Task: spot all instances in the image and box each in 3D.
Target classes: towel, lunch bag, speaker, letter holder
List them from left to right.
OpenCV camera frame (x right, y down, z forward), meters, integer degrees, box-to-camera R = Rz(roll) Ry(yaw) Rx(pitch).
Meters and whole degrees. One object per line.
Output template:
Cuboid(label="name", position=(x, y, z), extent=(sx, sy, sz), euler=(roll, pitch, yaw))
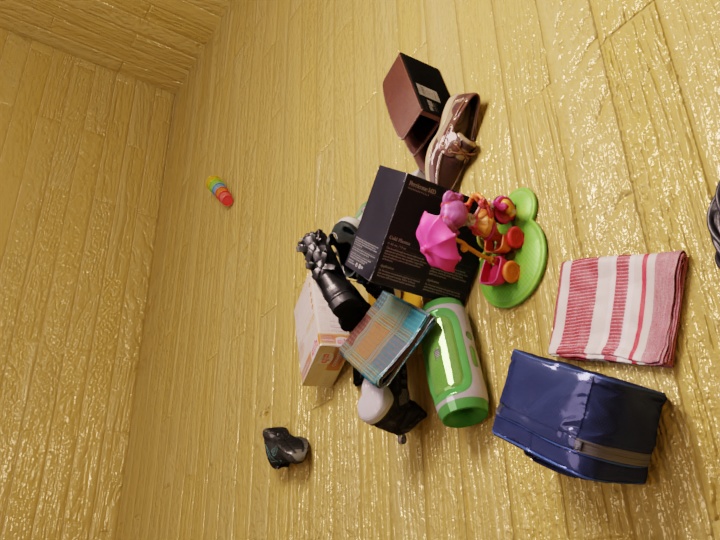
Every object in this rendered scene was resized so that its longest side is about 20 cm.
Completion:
Cuboid(label="towel", position=(0.038, 0.112, 1.210), extent=(0.147, 0.022, 0.200), euler=(-52, 23, -5))
Cuboid(label="letter holder", position=(0.104, -0.312, 1.434), extent=(0.142, 0.100, 0.201), euler=(-53, 36, 36))
Cuboid(label="speaker", position=(0.148, 0.145, 1.146), extent=(0.088, 0.088, 0.201), euler=(-46, 40, 40))
Cuboid(label="lunch bag", position=(0.258, 0.185, 0.882), extent=(0.200, 0.135, 0.134), euler=(12, 86, 61))
Cuboid(label="towel", position=(0.331, 0.049, 0.940), extent=(0.199, 0.023, 0.145), euler=(-5, 71, 60))

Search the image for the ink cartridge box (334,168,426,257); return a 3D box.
Cuboid(label="ink cartridge box", position=(0.057, -0.088, 1.373), extent=(0.199, 0.087, 0.146), euler=(-23, 32, 52))

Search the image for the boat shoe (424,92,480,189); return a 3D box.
Cuboid(label="boat shoe", position=(0.176, -0.231, 1.301), extent=(0.072, 0.072, 0.202), euler=(8, 78, 60))

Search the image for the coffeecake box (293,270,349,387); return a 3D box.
Cuboid(label="coffeecake box", position=(-0.086, 0.125, 1.541), extent=(0.154, 0.072, 0.201), euler=(116, 153, -45))

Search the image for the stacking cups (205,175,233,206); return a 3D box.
Cuboid(label="stacking cups", position=(-0.492, -0.280, 2.492), extent=(0.200, 0.060, 0.061), euler=(42, 113, 58))

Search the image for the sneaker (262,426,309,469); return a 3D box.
Cuboid(label="sneaker", position=(-0.165, 0.407, 1.594), extent=(0.200, 0.075, 0.080), euler=(-177, 88, -67))

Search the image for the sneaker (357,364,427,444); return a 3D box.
Cuboid(label="sneaker", position=(0.064, 0.208, 1.253), extent=(0.075, 0.114, 0.201), euler=(-26, 30, 36))

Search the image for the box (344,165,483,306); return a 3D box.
Cuboid(label="box", position=(0.104, -0.056, 1.205), extent=(0.104, 0.199, 0.184), euler=(32, 104, 60))

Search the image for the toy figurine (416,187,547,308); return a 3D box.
Cuboid(label="toy figurine", position=(0.174, -0.060, 1.101), extent=(0.150, 0.183, 0.202), euler=(-6, 70, 59))

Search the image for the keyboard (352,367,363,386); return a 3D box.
Cuboid(label="keyboard", position=(0.008, 0.169, 1.372), extent=(0.200, 0.039, 0.105), euler=(117, 152, -79))

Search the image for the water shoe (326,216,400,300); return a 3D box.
Cuboid(label="water shoe", position=(0.000, 0.000, 1.311), extent=(0.071, 0.201, 0.079), euler=(-13, 26, 45))

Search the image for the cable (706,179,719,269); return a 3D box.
Cuboid(label="cable", position=(0.453, -0.060, 0.766), extent=(0.163, 0.050, 0.202), euler=(-40, 46, 52))

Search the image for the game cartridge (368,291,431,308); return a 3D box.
Cuboid(label="game cartridge", position=(0.075, 0.057, 1.376), extent=(0.176, 0.032, 0.201), euler=(-42, 40, 44))

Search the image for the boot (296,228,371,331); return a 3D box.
Cuboid(label="boot", position=(-0.050, 0.020, 1.369), extent=(0.073, 0.198, 0.163), euler=(-30, 66, 3))
